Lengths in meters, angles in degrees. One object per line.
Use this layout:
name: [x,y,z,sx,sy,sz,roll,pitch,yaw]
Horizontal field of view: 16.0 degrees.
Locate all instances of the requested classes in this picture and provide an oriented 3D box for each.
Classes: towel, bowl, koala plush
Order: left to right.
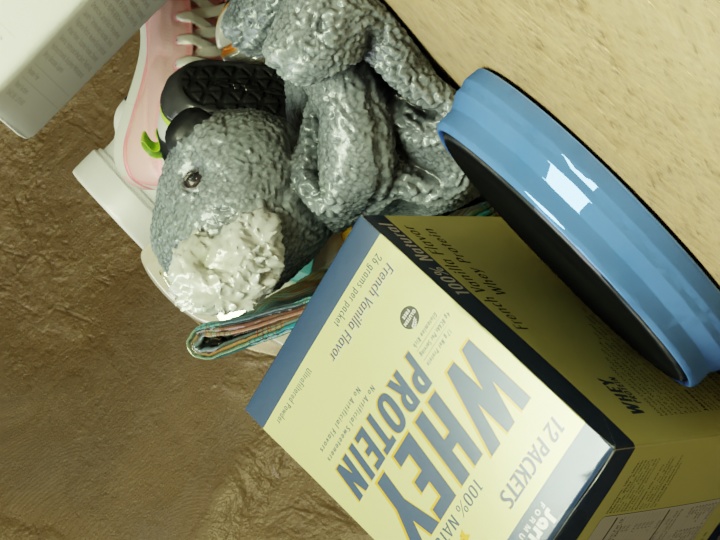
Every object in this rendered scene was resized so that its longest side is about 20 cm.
koala plush: [-0.042,-0.057,1.497,0.184,0.200,0.177,46,178,-18]
towel: [0.000,0.000,1.544,0.200,0.146,0.022,-31,-80,-55]
bowl: [0.115,-0.018,1.311,0.201,0.039,0.201,45,178,2]

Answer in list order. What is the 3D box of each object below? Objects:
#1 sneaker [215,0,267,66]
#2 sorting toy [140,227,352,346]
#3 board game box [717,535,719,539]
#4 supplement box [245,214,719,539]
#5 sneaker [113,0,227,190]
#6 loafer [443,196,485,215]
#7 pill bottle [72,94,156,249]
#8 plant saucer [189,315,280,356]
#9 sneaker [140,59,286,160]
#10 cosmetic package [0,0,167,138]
sneaker: [-0.015,-0.122,1.679,0.200,0.078,0.077,47,-162,-26]
sorting toy: [-0.012,0.004,1.721,0.180,0.107,0.200,52,-141,7]
board game box: [0.258,0.221,1.513,0.200,0.147,0.064,45,-151,-20]
supplement box: [0.088,0.080,1.402,0.200,0.135,0.199,42,-156,27]
sneaker: [-0.101,-0.145,1.693,0.075,0.201,0.104,8,-174,-35]
loafer: [0.072,-0.034,1.765,0.201,0.068,0.071,-124,20,-71]
pill bottle: [-0.101,-0.105,1.813,0.116,0.200,0.116,45,178,2]
plant saucer: [-0.038,-0.009,1.845,0.200,0.200,0.037,44,139,43]
sneaker: [-0.038,-0.079,1.628,0.199,0.083,0.072,12,-138,-5]
cosmetic package: [-0.189,-0.209,1.469,0.165,0.200,0.165,45,178,4]
